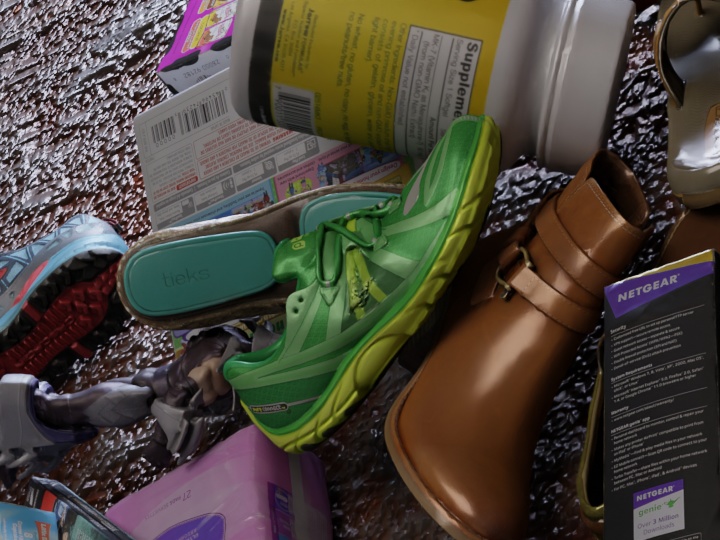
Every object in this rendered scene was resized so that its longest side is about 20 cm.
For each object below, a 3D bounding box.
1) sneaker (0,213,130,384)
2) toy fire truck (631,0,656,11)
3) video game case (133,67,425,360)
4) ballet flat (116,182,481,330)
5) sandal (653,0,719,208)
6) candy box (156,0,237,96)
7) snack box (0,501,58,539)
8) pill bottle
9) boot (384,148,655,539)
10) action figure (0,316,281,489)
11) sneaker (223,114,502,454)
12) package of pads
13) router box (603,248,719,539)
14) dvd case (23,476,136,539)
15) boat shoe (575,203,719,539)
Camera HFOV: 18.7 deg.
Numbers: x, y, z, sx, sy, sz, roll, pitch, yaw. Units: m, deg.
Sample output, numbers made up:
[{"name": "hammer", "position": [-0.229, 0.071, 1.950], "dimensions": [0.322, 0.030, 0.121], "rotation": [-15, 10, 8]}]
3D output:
[{"name": "sneaker", "position": [-0.226, 0.038, 1.414], "dimensions": [0.199, 0.079, 0.096], "rotation": [-34, 31, 9]}, {"name": "toy fire truck", "position": [0.142, -0.252, 1.246], "dimensions": [0.167, 0.112, 0.201], "rotation": [24, 79, 34]}, {"name": "video game case", "position": [-0.040, -0.041, 1.267], "dimensions": [0.199, 0.022, 0.183], "rotation": [-23, 69, 31]}, {"name": "ballet flat", "position": [-0.033, -0.009, 1.192], "dimensions": [0.198, 0.065, 0.071], "rotation": [-5, 91, 5]}, {"name": "sandal", "position": [0.178, -0.110, 1.113], "dimensions": [0.080, 0.054, 0.201], "rotation": [-25, 31, 27]}, {"name": "candy box", "position": [-0.019, -0.176, 1.356], "dimensions": [0.199, 0.061, 0.137], "rotation": [-19, 36, 35]}, {"name": "snack box", "position": [-0.185, 0.232, 1.132], "dimensions": [0.117, 0.037, 0.201], "rotation": [-61, 28, 32]}, {"name": "pill bottle", "position": [0.039, -0.116, 1.161], "dimensions": [0.198, 0.115, 0.115], "rotation": [13, 64, 8]}, {"name": "boot", "position": [0.090, 0.038, 1.071], "dimensions": [0.155, 0.077, 0.200], "rotation": [-45, 19, 23]}, {"name": "action figure", "position": [-0.118, 0.071, 1.206], "dimensions": [0.198, 0.070, 0.130], "rotation": [-13, 3, 9]}, {"name": "sneaker", "position": [0.000, 0.000, 1.102], "dimensions": [0.201, 0.083, 0.074], "rotation": [-53, -1, 11]}, {"name": "package of pads", "position": [-0.072, 0.187, 1.127], "dimensions": [0.120, 0.076, 0.201], "rotation": [-34, 41, 26]}, {"name": "router box", "position": [0.165, 0.111, 0.849], "dimensions": [0.052, 0.200, 0.158], "rotation": [-21, 46, 31]}, {"name": "dvd case", "position": [-0.161, 0.199, 1.171], "dimensions": [0.200, 0.022, 0.147], "rotation": [-168, 91, -68]}, {"name": "boat shoe", "position": [0.150, 0.041, 1.026], "dimensions": [0.072, 0.068, 0.201], "rotation": [-12, 51, 41]}]
